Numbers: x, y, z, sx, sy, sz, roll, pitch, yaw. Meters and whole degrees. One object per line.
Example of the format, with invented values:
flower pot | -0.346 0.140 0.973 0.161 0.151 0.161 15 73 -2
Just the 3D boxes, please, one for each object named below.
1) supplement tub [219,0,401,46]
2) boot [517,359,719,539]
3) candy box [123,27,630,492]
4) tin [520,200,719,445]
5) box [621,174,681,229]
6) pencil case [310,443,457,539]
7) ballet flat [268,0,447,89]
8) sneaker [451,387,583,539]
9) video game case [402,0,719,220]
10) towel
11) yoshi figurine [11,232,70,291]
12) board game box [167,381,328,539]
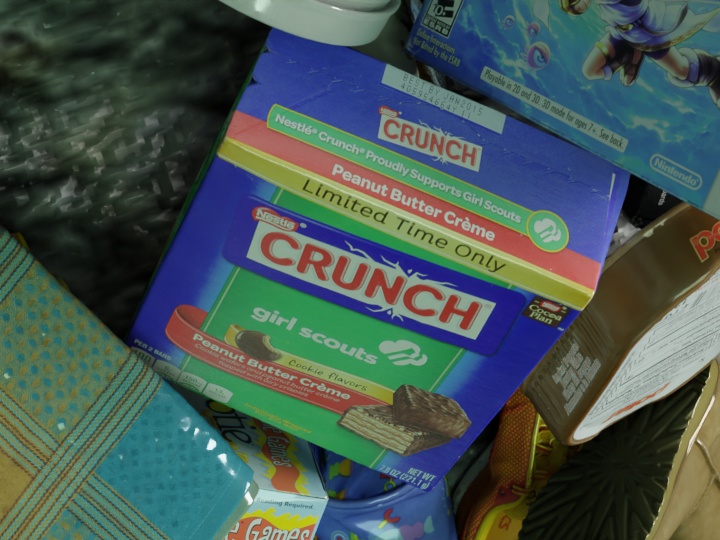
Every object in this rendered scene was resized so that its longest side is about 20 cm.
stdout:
supplement tub | 0.000 -0.207 0.848 0.139 0.141 0.201 19 116 -25
boot | 0.169 0.153 1.113 0.176 0.066 0.200 -53 137 -20
candy box | 0.000 0.000 0.945 0.168 0.077 0.200 23 144 -7
tin | 0.137 0.021 0.971 0.111 0.042 0.200 -23 161 -19
box | 0.215 -0.116 0.997 0.162 0.086 0.201 6 120 -19
pencil case | 0.013 0.166 1.129 0.086 0.078 0.201 -8 124 0
ballet flat | 0.015 -0.071 0.984 0.074 0.074 0.201 -27 124 3
sneaker | 0.102 0.086 1.103 0.072 0.077 0.202 5 119 -16
video game case | 0.132 -0.133 0.876 0.045 0.199 0.183 12 105 -54
towel | -0.153 0.084 0.935 0.200 0.022 0.147 46 74 -19
yoshi figurine | -0.223 0.067 0.966 0.199 0.113 0.112 -22 167 -20
board game box | -0.102 0.157 1.076 0.102 0.105 0.201 10 118 -20
